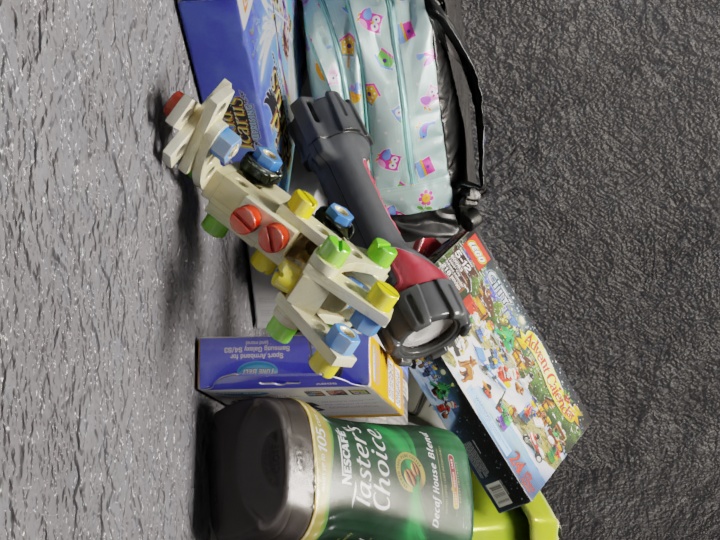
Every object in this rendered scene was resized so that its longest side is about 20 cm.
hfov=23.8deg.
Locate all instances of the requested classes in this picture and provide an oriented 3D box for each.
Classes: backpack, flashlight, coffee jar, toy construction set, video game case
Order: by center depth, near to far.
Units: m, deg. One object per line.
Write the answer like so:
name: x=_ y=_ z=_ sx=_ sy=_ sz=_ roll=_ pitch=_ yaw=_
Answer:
toy construction set: x=-0.056 y=-0.028 z=1.083 sx=0.201 sy=0.092 sz=0.131 roll=51 pitch=20 yaw=2
coffee jar: x=-0.014 y=0.149 z=1.176 sx=0.199 sy=0.085 sz=0.106 roll=15 pitch=62 yaw=-42
flashlight: x=0.012 y=-0.033 z=1.214 sx=0.068 sy=0.067 sz=0.201 roll=107 pitch=-36 yaw=-55
video game case: x=-0.080 y=-0.172 z=1.237 sx=0.201 sy=0.045 sz=0.183 roll=80 pitch=13 yaw=-46
backpack: x=0.022 y=-0.138 z=1.354 sx=0.167 sy=0.125 sz=0.202 roll=-117 pitch=-166 yaw=-56

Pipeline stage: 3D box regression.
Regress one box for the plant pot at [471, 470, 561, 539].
plant pot: x=0.070 y=0.254 z=1.492 sx=0.200 sy=0.179 sz=0.201 roll=-120 pitch=-156 yaw=-63

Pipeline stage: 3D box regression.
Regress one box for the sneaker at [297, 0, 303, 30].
sneaker: x=-0.039 y=-0.232 z=1.416 sx=0.200 sy=0.078 sz=0.075 roll=57 pitch=31 yaw=-81

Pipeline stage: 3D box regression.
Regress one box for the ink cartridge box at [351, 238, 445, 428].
ink cartridge box: x=0.036 y=0.049 z=1.541 sx=0.200 sy=0.083 sz=0.146 roll=37 pitch=73 yaw=-62

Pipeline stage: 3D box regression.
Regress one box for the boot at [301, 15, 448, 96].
boot: x=0.009 y=-0.176 z=1.477 sx=0.201 sy=0.095 sz=0.074 roll=-61 pitch=-173 yaw=-29

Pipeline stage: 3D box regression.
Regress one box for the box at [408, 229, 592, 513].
box: x=0.105 y=0.080 z=1.425 sx=0.201 sy=0.037 sz=0.136 roll=58 pitch=39 yaw=-7

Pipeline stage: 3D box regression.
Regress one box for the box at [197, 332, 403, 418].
box: x=-0.039 y=0.074 z=1.194 sx=0.200 sy=0.117 sz=0.042 roll=59 pitch=31 yaw=-74

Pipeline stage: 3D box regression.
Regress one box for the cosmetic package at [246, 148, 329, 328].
cosmetic package: x=-0.050 y=-0.036 z=1.386 sx=0.201 sy=0.050 sz=0.083 roll=-76 pitch=161 yaw=-63

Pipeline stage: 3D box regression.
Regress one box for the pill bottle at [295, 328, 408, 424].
pill bottle: x=-0.020 y=0.157 z=1.328 sx=0.114 sy=0.112 sz=0.202 roll=72 pitch=17 yaw=-62
